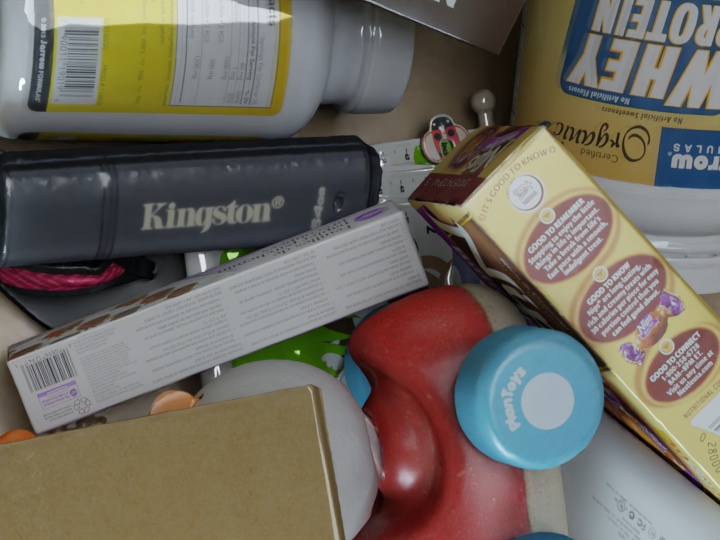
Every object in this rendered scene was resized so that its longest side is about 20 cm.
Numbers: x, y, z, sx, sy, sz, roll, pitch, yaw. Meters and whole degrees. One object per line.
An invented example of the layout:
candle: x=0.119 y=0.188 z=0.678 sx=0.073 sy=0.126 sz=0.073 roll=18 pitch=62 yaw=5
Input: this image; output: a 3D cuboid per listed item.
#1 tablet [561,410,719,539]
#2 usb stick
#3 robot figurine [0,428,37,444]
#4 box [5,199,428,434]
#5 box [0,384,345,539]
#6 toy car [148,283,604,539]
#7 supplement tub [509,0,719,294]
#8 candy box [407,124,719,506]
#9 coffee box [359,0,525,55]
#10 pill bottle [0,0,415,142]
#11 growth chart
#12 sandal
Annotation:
tablet: x=0.123 y=0.146 z=1.039 sx=0.014 sy=0.200 sz=0.130 roll=-3 pitch=118 yaw=-34
usb stick: x=-0.084 y=-0.034 z=1.055 sx=0.200 sy=0.033 sz=0.055 roll=-5 pitch=110 yaw=-26
robot figurine: x=-0.119 y=0.167 z=1.014 sx=0.117 sy=0.144 sz=0.200 roll=-36 pitch=93 yaw=23
box: x=-0.068 y=0.021 z=1.055 sx=0.200 sy=0.039 sz=0.041 roll=-22 pitch=102 yaw=-4
box: x=-0.079 y=0.160 z=0.931 sx=0.163 sy=0.021 sz=0.200 roll=-11 pitch=81 yaw=4
toy car: x=-0.013 y=0.103 z=1.009 sx=0.200 sy=0.184 sz=0.177 roll=-8 pitch=97 yaw=-18
supplement tub: x=0.149 y=-0.101 z=1.102 sx=0.145 sy=0.145 sz=0.200 roll=-1 pitch=108 yaw=-18
candy box: x=0.116 y=0.022 z=1.011 sx=0.056 sy=0.117 sz=0.200 roll=-45 pitch=100 yaw=-4
coffee box: x=0.026 y=-0.193 z=1.075 sx=0.114 sy=0.200 sz=0.080 roll=21 pitch=115 yaw=-10
pill bottle: x=-0.081 y=-0.118 z=1.077 sx=0.200 sy=0.112 sz=0.112 roll=0 pitch=81 yaw=-18
growth chart: x=0.000 y=0.000 z=1.123 sx=0.200 sy=0.018 sz=0.145 roll=-17 pitch=92 yaw=-26
sandal: x=-0.158 y=-0.022 z=1.066 sx=0.200 sy=0.045 sz=0.075 roll=29 pitch=72 yaw=-17
